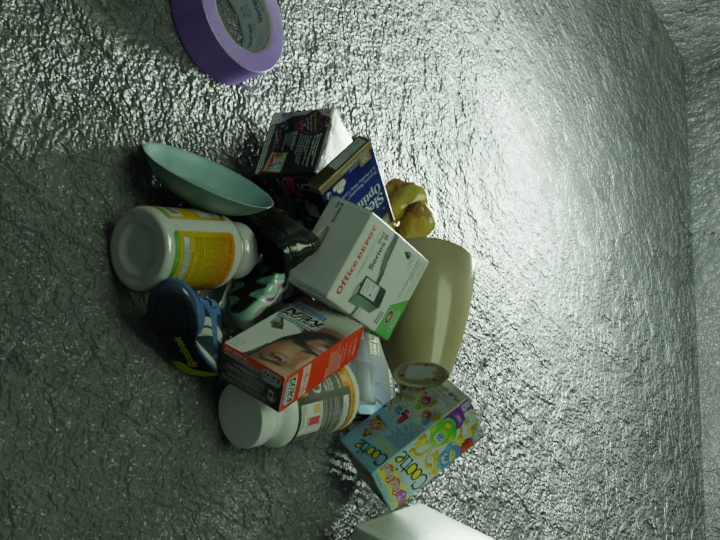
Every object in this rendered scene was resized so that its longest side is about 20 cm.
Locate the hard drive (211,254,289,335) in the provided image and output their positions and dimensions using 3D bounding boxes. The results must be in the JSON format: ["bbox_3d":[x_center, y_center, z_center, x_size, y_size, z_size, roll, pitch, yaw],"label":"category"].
[{"bbox_3d":[-0.146,0.063,1.650,0.200,0.026,0.133,49,41,-36],"label":"hard drive"}]

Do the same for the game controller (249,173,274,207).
[{"bbox_3d":[-0.125,-0.151,1.760,0.201,0.042,0.105,-64,145,-44],"label":"game controller"}]

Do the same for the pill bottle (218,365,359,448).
[{"bbox_3d":[-0.104,0.194,1.574,0.199,0.116,0.118,-7,84,-49],"label":"pill bottle"}]

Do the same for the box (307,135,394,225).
[{"bbox_3d":[-0.008,-0.092,1.655,0.121,0.032,0.201,-45,141,-25],"label":"box"}]

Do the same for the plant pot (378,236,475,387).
[{"bbox_3d":[0.097,0.080,1.749,0.187,0.186,0.202,38,44,-43],"label":"plant pot"}]

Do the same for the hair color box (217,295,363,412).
[{"bbox_3d":[-0.096,0.113,1.524,0.200,0.110,0.064,-32,142,-52],"label":"hair color box"}]

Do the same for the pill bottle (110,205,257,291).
[{"bbox_3d":[-0.234,-0.029,1.472,0.199,0.110,0.112,0,78,-56],"label":"pill bottle"}]

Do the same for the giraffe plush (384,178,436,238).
[{"bbox_3d":[0.008,-0.088,1.855,0.162,0.172,0.201,30,88,-35],"label":"giraffe plush"}]

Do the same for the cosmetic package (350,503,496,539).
[{"bbox_3d":[0.088,0.484,1.670,0.199,0.165,0.169,0,105,-56],"label":"cosmetic package"}]

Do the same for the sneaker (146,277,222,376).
[{"bbox_3d":[-0.231,0.063,1.437,0.201,0.073,0.083,82,19,-54],"label":"sneaker"}]

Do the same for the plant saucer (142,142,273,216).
[{"bbox_3d":[-0.219,-0.119,1.510,0.200,0.200,0.039,6,114,-55],"label":"plant saucer"}]

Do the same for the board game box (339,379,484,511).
[{"bbox_3d":[0.085,0.272,1.741,0.199,0.105,0.103,-36,129,-13],"label":"board game box"}]

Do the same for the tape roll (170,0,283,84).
[{"bbox_3d":[-0.207,-0.401,1.697,0.200,0.065,0.202,26,57,-49],"label":"tape roll"}]

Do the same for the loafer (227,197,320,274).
[{"bbox_3d":[-0.136,-0.062,1.578,0.072,0.200,0.073,-22,133,-28],"label":"loafer"}]

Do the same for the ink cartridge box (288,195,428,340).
[{"bbox_3d":[0.000,0.000,1.618,0.147,0.084,0.200,-62,145,-6],"label":"ink cartridge box"}]

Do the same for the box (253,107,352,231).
[{"bbox_3d":[-0.065,-0.144,1.705,0.200,0.114,0.133,58,39,-50],"label":"box"}]

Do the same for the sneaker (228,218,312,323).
[{"bbox_3d":[-0.114,0.035,1.617,0.201,0.077,0.140,-58,136,-34],"label":"sneaker"}]

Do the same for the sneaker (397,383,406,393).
[{"bbox_3d":[0.116,0.258,1.955,0.085,0.072,0.202,80,-9,-84],"label":"sneaker"}]

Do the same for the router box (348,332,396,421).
[{"bbox_3d":[-0.009,0.150,1.789,0.149,0.062,0.202,15,66,-55],"label":"router box"}]
